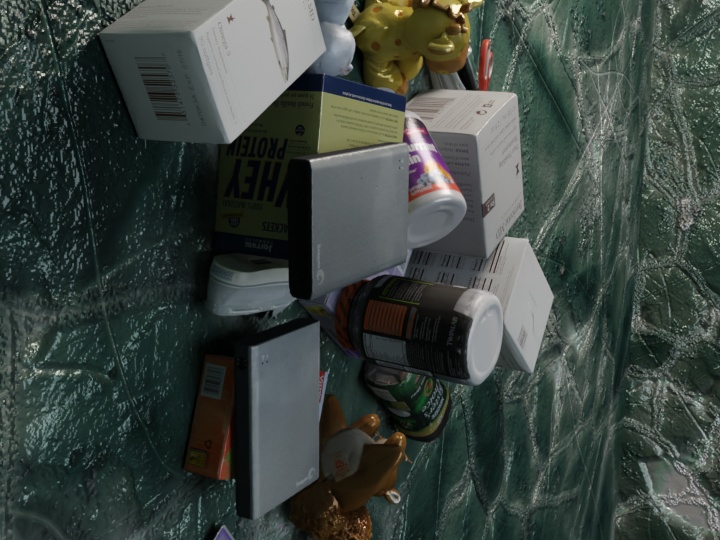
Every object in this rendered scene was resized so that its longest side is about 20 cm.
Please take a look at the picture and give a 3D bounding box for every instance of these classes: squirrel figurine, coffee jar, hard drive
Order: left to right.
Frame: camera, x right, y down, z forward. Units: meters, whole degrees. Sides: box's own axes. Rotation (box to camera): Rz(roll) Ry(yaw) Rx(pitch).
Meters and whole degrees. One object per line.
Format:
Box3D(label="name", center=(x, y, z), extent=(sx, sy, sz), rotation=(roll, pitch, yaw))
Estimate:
Box3D(label="hard drive", center=(-0.095, 0.167, 1.074), extent=(0.139, 0.033, 0.202), rotation=(-18, 112, -59))
Box3D(label="hard drive", center=(-0.010, -0.059, 0.999), extent=(0.200, 0.033, 0.141), rotation=(-21, 115, -56))
Box3D(label="squirrel figurine", center=(-0.013, 0.299, 1.307), extent=(0.201, 0.141, 0.187), rotation=(-61, 158, -9))
Box3D(label="coffee jar", center=(0.079, 0.187, 1.461), extent=(0.105, 0.085, 0.200), rotation=(-66, 148, -27))

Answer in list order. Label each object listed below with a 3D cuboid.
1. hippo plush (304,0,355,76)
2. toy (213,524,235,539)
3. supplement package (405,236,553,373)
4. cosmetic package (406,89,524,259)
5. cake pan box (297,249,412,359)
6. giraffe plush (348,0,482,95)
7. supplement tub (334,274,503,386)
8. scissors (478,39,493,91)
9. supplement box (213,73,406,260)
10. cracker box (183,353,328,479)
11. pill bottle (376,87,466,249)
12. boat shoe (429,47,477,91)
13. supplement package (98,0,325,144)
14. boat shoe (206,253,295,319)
Box3D(label="hippo plush", center=(-0.063, -0.307, 1.069), extent=(0.200, 0.158, 0.162), rotation=(-118, -137, -65))
Box3D(label="toy", center=(-0.149, 0.413, 1.137), extent=(0.115, 0.047, 0.201), rotation=(-59, 144, -33))
Box3D(label="supplement package", center=(0.181, 0.048, 1.495), extent=(0.191, 0.199, 0.148), rotation=(53, 52, -51))
Box3D(label="cosmetic package", center=(0.141, -0.150, 1.409), extent=(0.165, 0.164, 0.201), rotation=(-46, 135, -46))
Box3D(label="cake pan box", center=(0.000, 0.000, 1.309), extent=(0.184, 0.052, 0.201), rotation=(53, 52, -55))
Box3D(label="giraffe plush", center=(0.082, -0.323, 1.261), extent=(0.200, 0.161, 0.174), rotation=(25, 75, -61))
Box3D(label="supplement tub", center=(0.074, 0.073, 1.206), extent=(0.122, 0.199, 0.124), rotation=(-25, 120, -55))
Box3D(label="scissors", center=(0.190, -0.264, 1.479), extent=(0.073, 0.014, 0.202), rotation=(23, 76, -74))
Box3D(label="supplement box", center=(-0.055, -0.118, 1.090), extent=(0.200, 0.133, 0.201), rotation=(-5, 101, -60))
Box3D(label="cracker box", center=(-0.121, 0.178, 1.123), extent=(0.200, 0.057, 0.135), rotation=(19, 80, -60))
Box3D(label="pill bottle", center=(0.050, -0.139, 1.222), extent=(0.111, 0.111, 0.201), rotation=(28, 33, -60))
Box3D(label="boat shoe", center=(0.140, -0.344, 1.443), extent=(0.070, 0.071, 0.201), rotation=(-63, 147, -31))
Box3D(label="supplement package", center=(-0.140, -0.228, 0.928), extent=(0.200, 0.117, 0.117), rotation=(-54, 140, -41))
Box3D(label="boat shoe", center=(-0.116, 0.021, 1.097), extent=(0.200, 0.070, 0.072), rotation=(-2, 116, -61))
